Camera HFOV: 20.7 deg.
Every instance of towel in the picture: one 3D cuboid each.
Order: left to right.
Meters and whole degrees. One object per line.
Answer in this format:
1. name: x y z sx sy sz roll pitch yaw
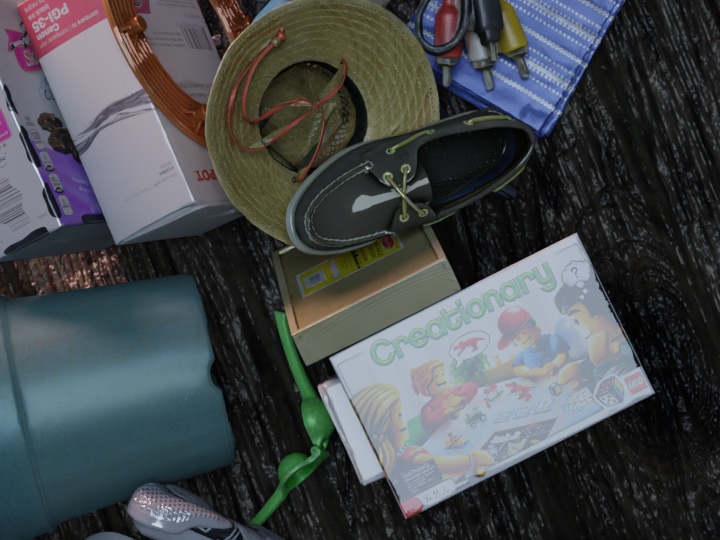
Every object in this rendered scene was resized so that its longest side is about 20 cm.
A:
1. towel: 0.134 -0.221 1.578 0.144 0.024 0.201 30 86 7

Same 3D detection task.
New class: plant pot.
1. plant pot: -0.203 0.096 1.493 0.194 0.200 0.202 -13 85 -7

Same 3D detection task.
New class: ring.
1. ring: -0.129 -0.185 1.502 0.019 0.200 0.202 -26 85 26

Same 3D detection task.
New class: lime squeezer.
1. lime squeezer: -0.059 0.137 1.550 0.070 0.038 0.202 13 87 4

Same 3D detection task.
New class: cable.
1. cable: 0.077 -0.242 1.538 0.096 0.050 0.202 -7 87 -14

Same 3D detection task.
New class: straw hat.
1. straw hat: -0.045 -0.117 1.480 0.199 0.085 0.203 -8 105 -31

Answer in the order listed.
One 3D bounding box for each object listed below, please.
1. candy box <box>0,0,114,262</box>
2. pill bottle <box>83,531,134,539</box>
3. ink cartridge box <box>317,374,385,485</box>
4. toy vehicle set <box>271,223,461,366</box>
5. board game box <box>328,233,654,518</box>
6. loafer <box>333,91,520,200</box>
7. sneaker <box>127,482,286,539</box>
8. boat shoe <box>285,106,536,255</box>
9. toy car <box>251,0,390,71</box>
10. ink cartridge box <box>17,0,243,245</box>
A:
1. candy box: -0.249 -0.115 1.507 0.071 0.167 0.202 -26 85 22
2. pill bottle: -0.226 0.274 1.460 0.111 0.200 0.113 7 110 21
3. ink cartridge box: 0.075 0.084 1.492 0.198 0.145 0.084 -23 89 1
4. toy vehicle set: 0.000 0.000 1.479 0.123 0.200 0.027 -26 109 2
5. board game box: 0.093 0.074 1.401 0.199 0.035 0.127 -27 87 1
6. loafer: 0.038 -0.116 1.550 0.198 0.072 0.064 21 83 7
7. sneaker: -0.117 0.237 1.475 0.075 0.200 0.116 25 84 42
8. boat shoe: 0.038 -0.067 1.451 0.200 0.060 0.073 -25 104 -23
9. toy car: -0.068 -0.291 1.546 0.199 0.177 0.185 33 73 33
10. ink cartridge box: -0.161 -0.127 1.513 0.082 0.146 0.202 -25 84 22
